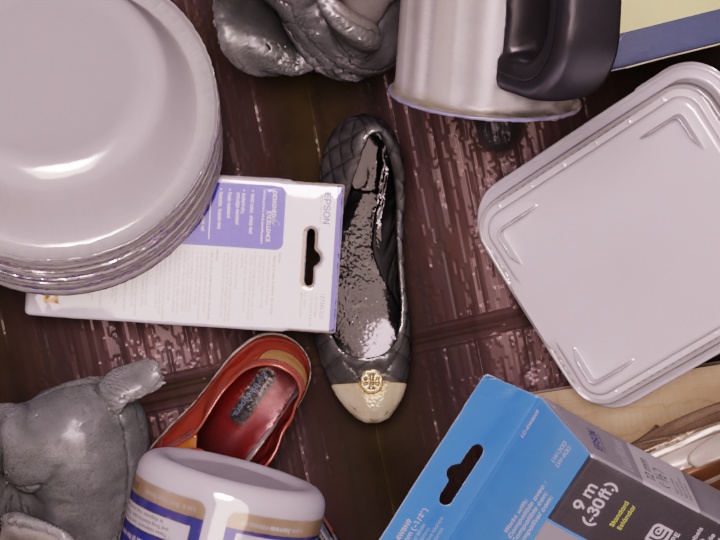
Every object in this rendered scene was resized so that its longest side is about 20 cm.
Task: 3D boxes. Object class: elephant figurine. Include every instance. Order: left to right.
[{"bbox_3d":[-0.176,0.175,1.278,0.140,0.155,0.202,-14,84,-14],"label":"elephant figurine"},{"bbox_3d":[-0.021,-0.175,1.258,0.154,0.141,0.201,-22,95,-6],"label":"elephant figurine"}]

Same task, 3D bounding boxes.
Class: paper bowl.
[{"bbox_3d":[-0.183,-0.095,1.239,0.199,0.105,0.202,1,68,-2],"label":"paper bowl"}]

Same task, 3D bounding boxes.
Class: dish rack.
[{"bbox_3d":[0.179,-0.015,1.299,0.199,0.044,0.172,-33,90,27],"label":"dish rack"}]

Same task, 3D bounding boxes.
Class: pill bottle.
[{"bbox_3d":[-0.097,0.214,1.205,0.115,0.116,0.202,14,92,-7],"label":"pill bottle"}]

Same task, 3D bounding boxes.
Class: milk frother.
[{"bbox_3d":[0.041,-0.182,1.139,0.198,0.181,0.190,1,107,-8],"label":"milk frother"}]

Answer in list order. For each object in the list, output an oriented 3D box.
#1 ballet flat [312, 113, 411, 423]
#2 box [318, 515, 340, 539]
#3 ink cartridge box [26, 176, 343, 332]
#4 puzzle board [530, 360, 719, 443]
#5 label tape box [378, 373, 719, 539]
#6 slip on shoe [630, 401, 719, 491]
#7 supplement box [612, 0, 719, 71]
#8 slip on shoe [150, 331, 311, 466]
[{"bbox_3d":[0.000,0.000,1.326,0.066,0.057,0.202,-4,95,-6],"label":"ballet flat"},{"bbox_3d":[0.006,0.239,1.305,0.035,0.110,0.201,-32,87,-1],"label":"box"},{"bbox_3d":[-0.112,-0.014,1.307,0.198,0.037,0.096,4,94,2],"label":"ink cartridge box"},{"bbox_3d":[0.194,0.144,1.380,0.198,0.017,0.152,-9,97,-4],"label":"puzzle board"},{"bbox_3d":[0.130,0.174,1.282,0.199,0.066,0.144,27,107,-15],"label":"label tape box"},{"bbox_3d":[0.198,0.133,1.344,0.199,0.061,0.076,-25,125,14],"label":"slip on shoe"},{"bbox_3d":[0.202,-0.240,1.286,0.198,0.134,0.202,-14,96,-3],"label":"supplement box"},{"bbox_3d":[-0.100,0.129,1.326,0.074,0.061,0.201,35,93,-10],"label":"slip on shoe"}]
